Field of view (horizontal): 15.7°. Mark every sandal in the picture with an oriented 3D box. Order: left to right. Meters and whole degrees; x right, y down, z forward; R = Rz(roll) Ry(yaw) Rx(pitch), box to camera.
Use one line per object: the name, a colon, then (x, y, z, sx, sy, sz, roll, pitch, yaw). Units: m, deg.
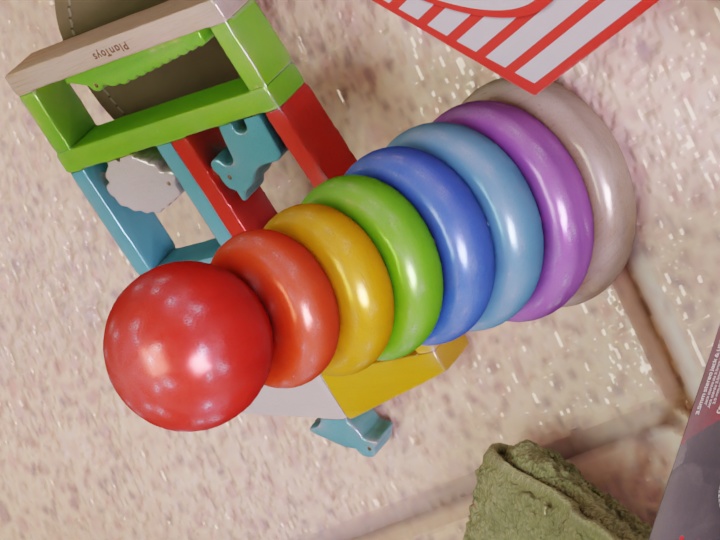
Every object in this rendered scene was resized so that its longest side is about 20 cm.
sandal: (-0.091, -0.146, 1.009, 0.077, 0.070, 0.212, -11, 134, 16)

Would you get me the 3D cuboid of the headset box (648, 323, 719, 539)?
headset box: (0.167, 0.092, 0.767, 0.200, 0.077, 0.149, 10, 74, 45)

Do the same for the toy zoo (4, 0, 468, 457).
toy zoo: (-0.041, -0.012, 1.013, 0.131, 0.020, 0.200, -14, 115, 46)

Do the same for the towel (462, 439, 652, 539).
towel: (0.092, 0.160, 0.924, 0.200, 0.036, 0.149, 35, 118, 50)

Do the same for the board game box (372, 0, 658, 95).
board game box: (0.031, -0.132, 0.784, 0.151, 0.046, 0.200, 29, 163, -8)

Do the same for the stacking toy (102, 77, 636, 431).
stacking toy: (0.000, 0.000, 0.869, 0.085, 0.200, 0.086, 23, 125, 39)
